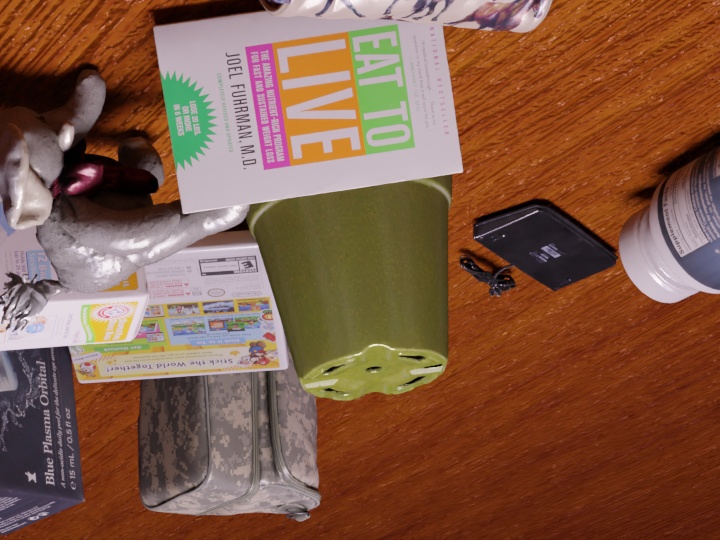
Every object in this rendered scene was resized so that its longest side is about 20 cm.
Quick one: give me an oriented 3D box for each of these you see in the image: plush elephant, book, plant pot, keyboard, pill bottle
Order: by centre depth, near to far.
[{"bbox_3d":[-0.036,-0.121,1.383,0.200,0.134,0.048,-9,-170,-1],"label":"book"},{"bbox_3d":[-0.215,-0.071,1.440,0.200,0.165,0.155,-36,124,-16],"label":"plush elephant"},{"bbox_3d":[0.000,0.000,1.622,0.200,0.190,0.200,-8,160,-3],"label":"plant pot"},{"bbox_3d":[0.325,-0.047,1.728,0.119,0.120,0.200,6,155,-33],"label":"pill bottle"},{"bbox_3d":[0.158,-0.016,1.885,0.127,0.021,0.200,-24,154,21],"label":"keyboard"}]

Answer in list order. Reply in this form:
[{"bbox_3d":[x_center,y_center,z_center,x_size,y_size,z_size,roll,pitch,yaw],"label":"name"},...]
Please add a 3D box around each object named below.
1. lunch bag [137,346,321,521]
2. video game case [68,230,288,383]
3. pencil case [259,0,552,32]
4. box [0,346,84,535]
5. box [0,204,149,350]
[{"bbox_3d":[-0.118,0.142,1.945,0.168,0.200,0.139,13,154,-37],"label":"lunch bag"},{"bbox_3d":[-0.171,0.034,1.779,0.200,0.023,0.182,-4,140,1],"label":"video game case"},{"bbox_3d":[0.030,-0.199,1.271,0.200,0.078,0.089,1,172,-23],"label":"pencil case"},{"bbox_3d":[-0.366,0.122,1.785,0.117,0.197,0.200,-24,154,33],"label":"box"},{"bbox_3d":[-0.282,-0.003,1.610,0.200,0.113,0.101,-3,157,-16],"label":"box"}]
